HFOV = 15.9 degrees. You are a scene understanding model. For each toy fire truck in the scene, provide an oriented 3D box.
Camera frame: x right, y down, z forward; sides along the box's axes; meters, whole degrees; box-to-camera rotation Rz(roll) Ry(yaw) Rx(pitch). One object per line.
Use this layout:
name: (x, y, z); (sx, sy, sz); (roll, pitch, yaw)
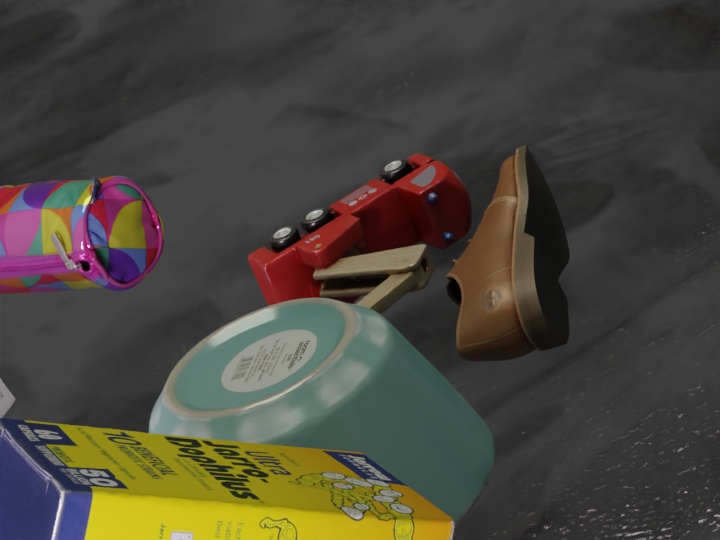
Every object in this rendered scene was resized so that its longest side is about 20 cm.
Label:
toy fire truck: (0.000, 0.000, 1.632); (0.199, 0.049, 0.141); (-31, 25, -18)

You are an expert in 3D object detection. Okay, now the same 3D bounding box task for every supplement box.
supplement box: (-0.074, 0.144, 1.214); (0.199, 0.110, 0.109); (8, 11, -27)

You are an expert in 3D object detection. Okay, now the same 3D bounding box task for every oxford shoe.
oxford shoe: (0.085, -0.013, 1.560); (0.071, 0.072, 0.200); (-21, 25, 19)

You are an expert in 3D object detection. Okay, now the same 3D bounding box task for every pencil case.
pencil case: (-0.234, -0.023, 1.855); (0.199, 0.089, 0.088); (-4, 31, 41)

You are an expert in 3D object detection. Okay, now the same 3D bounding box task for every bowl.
bowl: (-0.037, 0.089, 1.415); (0.200, 0.105, 0.201); (-20, 25, 10)

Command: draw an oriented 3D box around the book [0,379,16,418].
book: (-0.306, 0.147, 1.564); (0.133, 0.048, 0.200); (-18, 26, 39)
